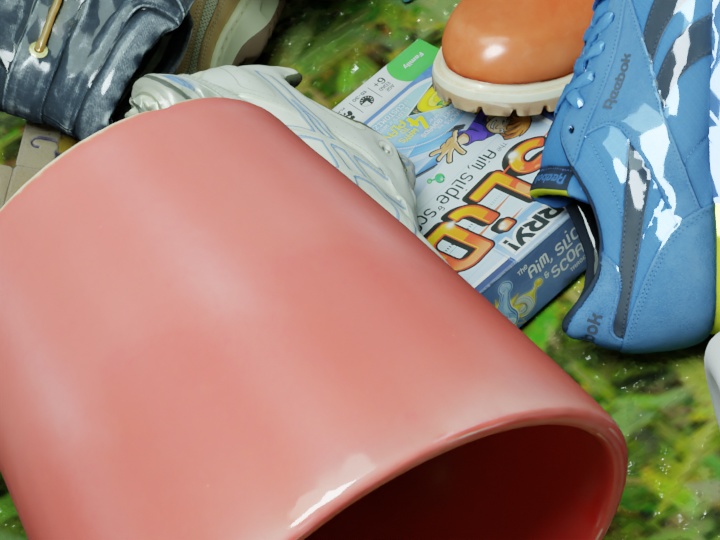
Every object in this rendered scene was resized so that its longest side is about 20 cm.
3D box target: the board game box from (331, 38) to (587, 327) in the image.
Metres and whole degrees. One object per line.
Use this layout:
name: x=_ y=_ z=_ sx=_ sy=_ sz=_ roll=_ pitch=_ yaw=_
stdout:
board game box: x=0.000 y=0.000 z=1.174 sx=0.200 sy=0.035 sz=0.135 roll=-41 pitch=47 yaw=-20

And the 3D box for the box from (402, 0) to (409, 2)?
box: x=-0.012 y=-0.214 z=1.357 sx=0.049 sy=0.083 sz=0.200 roll=-29 pitch=43 yaw=-8

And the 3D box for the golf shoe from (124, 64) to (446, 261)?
golf shoe: x=0.001 y=-0.020 z=1.113 sx=0.097 sy=0.079 sz=0.200 roll=-24 pitch=56 yaw=-39

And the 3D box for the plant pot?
plant pot: x=-0.038 y=0.052 z=0.985 sx=0.200 sy=0.201 sz=0.178 roll=-32 pitch=63 yaw=-12

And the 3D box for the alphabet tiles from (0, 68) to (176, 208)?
alphabet tiles: x=-0.092 y=-0.007 z=1.136 sx=0.166 sy=0.008 sz=0.201 roll=10 pitch=47 yaw=-2

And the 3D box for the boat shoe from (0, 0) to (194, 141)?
boat shoe: x=-0.097 y=-0.136 z=1.197 sx=0.090 sy=0.071 sz=0.201 roll=25 pitch=62 yaw=7

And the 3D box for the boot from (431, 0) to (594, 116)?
boot: x=0.092 y=-0.145 z=1.209 sx=0.075 sy=0.108 sz=0.200 roll=20 pitch=47 yaw=29

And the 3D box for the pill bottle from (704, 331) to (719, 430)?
pill bottle: x=0.226 y=0.046 z=0.985 sx=0.199 sy=0.116 sz=0.116 roll=-19 pitch=43 yaw=2

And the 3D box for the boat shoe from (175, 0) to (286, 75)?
boat shoe: x=-0.096 y=-0.084 z=1.251 sx=0.071 sy=0.076 sz=0.201 roll=-25 pitch=31 yaw=34

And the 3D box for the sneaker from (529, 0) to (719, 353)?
sneaker: x=0.103 y=-0.069 z=1.118 sx=0.078 sy=0.066 sz=0.202 roll=-2 pitch=80 yaw=-1
